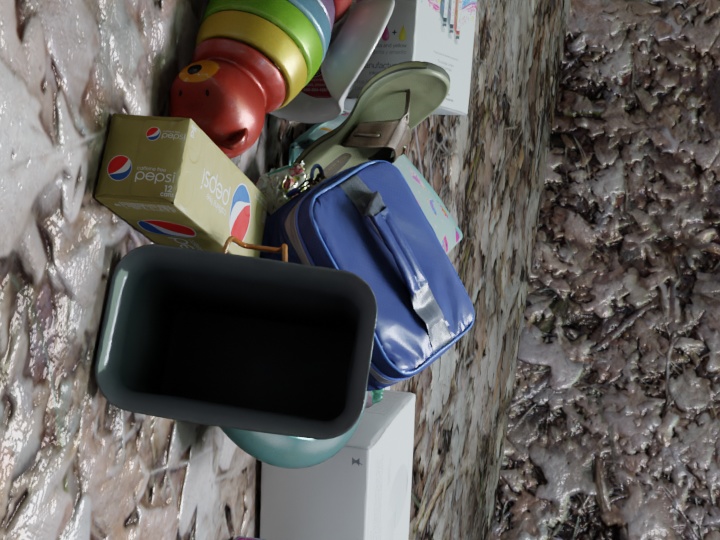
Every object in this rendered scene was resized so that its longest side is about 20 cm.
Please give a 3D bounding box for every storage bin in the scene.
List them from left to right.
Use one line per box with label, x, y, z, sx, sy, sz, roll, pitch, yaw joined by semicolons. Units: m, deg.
storage bin;-0.087;0.055;1.046;0.134;0.199;0.146;80;18;-78

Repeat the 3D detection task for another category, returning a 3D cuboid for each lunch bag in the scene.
lunch bag;0.000;0.000;1.179;0.136;0.132;0.201;-36;99;-44
lunch bag;0.001;-0.073;1.441;0.200;0.122;0.170;57;24;-6

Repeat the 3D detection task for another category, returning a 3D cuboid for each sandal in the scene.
sandal;0.015;-0.123;1.287;0.080;0.201;0.057;18;41;-41

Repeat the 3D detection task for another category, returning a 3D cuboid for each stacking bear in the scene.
stacking bear;-0.090;-0.178;1.103;0.200;0.121;0.114;-64;150;-30

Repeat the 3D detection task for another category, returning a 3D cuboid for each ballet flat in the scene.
ballet flat;-0.030;-0.027;1.311;0.200;0.064;0.076;51;6;-36

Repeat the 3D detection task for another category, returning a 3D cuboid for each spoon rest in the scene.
spoon rest;-0.020;-0.183;1.227;0.200;0.060;0.100;-28;-145;60

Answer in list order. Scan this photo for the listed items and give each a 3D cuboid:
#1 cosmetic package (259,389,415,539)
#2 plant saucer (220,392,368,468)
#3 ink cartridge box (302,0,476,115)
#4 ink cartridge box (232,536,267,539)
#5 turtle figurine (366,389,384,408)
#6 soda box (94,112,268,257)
cosmetic package;-0.024;0.248;1.462;0.200;0.122;0.200;-38;132;-72
plant saucer;-0.063;0.075;1.203;0.200;0.027;0.201;17;63;-36
ink cartridge box;0.027;-0.268;1.383;0.144;0.145;0.201;3;92;-61
ink cartridge box;-0.134;0.328;1.233;0.200;0.042;0.120;-23;118;-77
turtle figurine;-0.058;0.080;1.318;0.200;0.100;0.150;20;56;-57
soda box;-0.133;-0.056;1.050;0.200;0.064;0.068;50;47;-71
